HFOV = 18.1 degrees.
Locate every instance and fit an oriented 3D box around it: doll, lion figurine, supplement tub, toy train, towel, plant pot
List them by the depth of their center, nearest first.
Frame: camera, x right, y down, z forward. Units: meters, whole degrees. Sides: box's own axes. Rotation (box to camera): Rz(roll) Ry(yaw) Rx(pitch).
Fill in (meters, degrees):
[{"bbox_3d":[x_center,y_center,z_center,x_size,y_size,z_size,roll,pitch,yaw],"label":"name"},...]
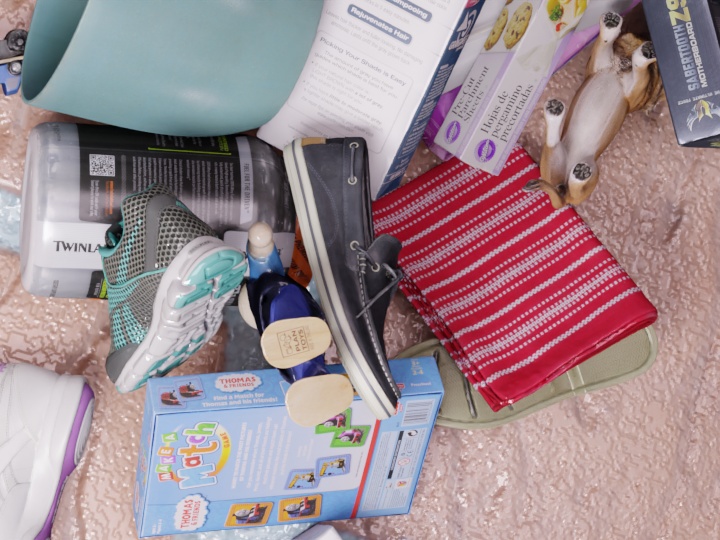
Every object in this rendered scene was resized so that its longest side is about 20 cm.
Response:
[{"bbox_3d":[-0.047,0.034,1.458,0.048,0.200,0.137,-22,103,-4],"label":"doll"},{"bbox_3d":[-0.120,-0.180,1.527,0.161,0.201,0.201,19,80,-19],"label":"plant pot"},{"bbox_3d":[-0.134,-0.038,1.576,0.200,0.123,0.123,3,84,-12],"label":"supplement tub"},{"bbox_3d":[-0.195,-0.159,1.622,0.200,0.034,0.046,-11,98,-15],"label":"toy train"},{"bbox_3d":[0.103,-0.004,1.633,0.145,0.022,0.200,-29,62,-15],"label":"towel"},{"bbox_3d":[0.171,-0.107,1.649,0.072,0.123,0.200,35,70,14],"label":"lion figurine"}]

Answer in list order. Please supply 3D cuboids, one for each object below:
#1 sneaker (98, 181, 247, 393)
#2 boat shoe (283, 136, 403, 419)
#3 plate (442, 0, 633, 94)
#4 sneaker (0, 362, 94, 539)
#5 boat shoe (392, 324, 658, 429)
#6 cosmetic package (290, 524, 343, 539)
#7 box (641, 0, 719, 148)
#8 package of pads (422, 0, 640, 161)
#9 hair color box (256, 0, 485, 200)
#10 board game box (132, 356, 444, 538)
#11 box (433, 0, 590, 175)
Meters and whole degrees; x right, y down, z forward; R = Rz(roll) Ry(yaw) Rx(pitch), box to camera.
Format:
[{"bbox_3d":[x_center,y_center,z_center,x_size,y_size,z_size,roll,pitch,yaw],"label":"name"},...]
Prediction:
[{"bbox_3d":[-0.137,0.009,1.494,0.078,0.200,0.091,-30,76,-33],"label":"sneaker"},{"bbox_3d":[0.000,0.000,1.504,0.062,0.075,0.200,-15,74,1],"label":"boat shoe"},{"bbox_3d":[0.081,-0.245,1.609,0.200,0.032,0.200,-25,94,-18],"label":"plate"},{"bbox_3d":[-0.256,0.158,1.564,0.100,0.075,0.200,18,76,3],"label":"sneaker"},{"bbox_3d":[0.115,0.072,1.652,0.200,0.068,0.075,-8,91,-3],"label":"boat shoe"},{"bbox_3d":[-0.014,0.289,1.593,0.113,0.081,0.200,-37,94,-12],"label":"cosmetic package"},{"bbox_3d":[0.256,-0.170,1.648,0.051,0.200,0.158,-16,88,21],"label":"box"},{"bbox_3d":[0.102,-0.188,1.670,0.200,0.076,0.121,-40,89,-14],"label":"package of pads"},{"bbox_3d":[0.017,-0.160,1.552,0.100,0.061,0.200,29,110,11],"label":"hair color box"},{"bbox_3d":[-0.053,0.124,1.569,0.200,0.151,0.037,-4,51,-14],"label":"board game box"},{"bbox_3d":[0.120,-0.165,1.582,0.039,0.041,0.200,22,101,-35],"label":"box"}]
